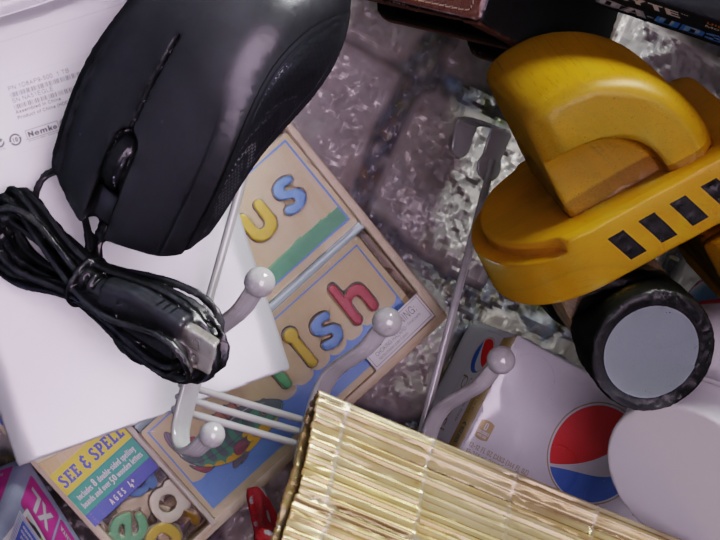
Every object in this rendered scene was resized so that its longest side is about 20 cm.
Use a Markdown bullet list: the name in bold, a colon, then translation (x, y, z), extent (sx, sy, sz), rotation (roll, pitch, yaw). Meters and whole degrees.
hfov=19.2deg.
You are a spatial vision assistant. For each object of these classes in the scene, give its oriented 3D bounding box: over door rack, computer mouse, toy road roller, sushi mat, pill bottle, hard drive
- **over door rack**: translation (0.000, 0.000, 0.968), extent (0.147, 0.067, 0.201), rotation (19, 72, -33)
- **computer mouse**: translation (-0.077, -0.064, 0.896), extent (0.138, 0.053, 0.200), rotation (31, 92, 24)
- **toy road roller**: translation (0.142, -0.048, 0.931), extent (0.200, 0.123, 0.146), rotation (-29, 114, 1)
- **sushi mat**: translation (0.056, 0.132, 0.922), extent (0.199, 0.012, 0.096), rotation (23, 68, -13)
- **pill bottle**: translation (0.198, 0.044, 1.013), extent (0.200, 0.109, 0.109), rotation (-43, 110, -43)
- **hard drive**: translation (-0.125, -0.029, 0.969), extent (0.131, 0.027, 0.201), rotation (-19, 94, -12)

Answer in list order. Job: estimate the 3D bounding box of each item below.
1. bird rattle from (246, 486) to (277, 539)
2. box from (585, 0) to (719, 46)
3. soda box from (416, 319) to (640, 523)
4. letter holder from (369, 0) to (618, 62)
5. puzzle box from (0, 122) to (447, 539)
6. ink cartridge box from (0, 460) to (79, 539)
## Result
- **bird rattle**: translation (0.038, 0.166, 1.000), extent (0.200, 0.163, 0.113), rotation (38, 66, -28)
- **box**: translation (0.185, -0.169, 0.892), extent (0.199, 0.046, 0.159), rotation (21, 86, 17)
- **soda box**: translation (0.132, 0.100, 1.066), extent (0.200, 0.064, 0.068), rotation (28, 87, -18)
- **letter holder**: translation (0.061, -0.207, 1.001), extent (0.100, 0.142, 0.201), rotation (19, 89, -50)
- **puzzle box**: translation (-0.072, 0.037, 1.015), extent (0.200, 0.025, 0.133), rotation (-43, 106, -9)
- **ink cartridge box**: translation (-0.147, 0.179, 0.915), extent (0.042, 0.200, 0.120), rotation (-23, 111, 15)
